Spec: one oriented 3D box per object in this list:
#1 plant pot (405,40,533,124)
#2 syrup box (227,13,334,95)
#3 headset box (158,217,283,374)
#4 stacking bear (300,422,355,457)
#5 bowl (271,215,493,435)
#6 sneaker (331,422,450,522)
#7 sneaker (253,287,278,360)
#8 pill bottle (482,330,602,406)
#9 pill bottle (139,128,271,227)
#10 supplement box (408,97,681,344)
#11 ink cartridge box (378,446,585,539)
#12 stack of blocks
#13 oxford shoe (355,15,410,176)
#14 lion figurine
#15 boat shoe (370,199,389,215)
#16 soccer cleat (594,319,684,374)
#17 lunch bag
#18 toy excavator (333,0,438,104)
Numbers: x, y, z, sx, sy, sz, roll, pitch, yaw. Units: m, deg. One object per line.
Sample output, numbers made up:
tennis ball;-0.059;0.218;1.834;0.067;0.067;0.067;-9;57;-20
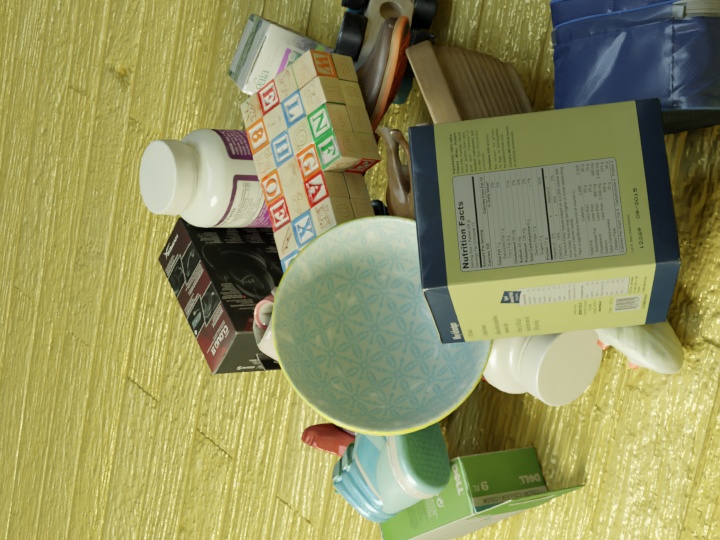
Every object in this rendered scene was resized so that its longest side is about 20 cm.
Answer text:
plant pot;0.120;-0.134;1.429;0.092;0.201;0.203;-20;68;5
syrup box;-0.092;-0.231;1.672;0.200;0.081;0.079;-130;62;-73
headset box;-0.127;0.034;1.742;0.077;0.148;0.201;-56;50;37
stacking bear;0.033;0.101;1.569;0.120;0.113;0.202;18;94;30
bowl;0.021;0.060;1.375;0.108;0.198;0.202;87;170;-74
sneaker;0.015;0.153;1.473;0.130;0.079;0.202;-43;39;37
sneaker;-0.053;0.034;1.607;0.076;0.104;0.201;-61;4;39
pill bottle;0.135;0.049;1.430;0.200;0.111;0.113;34;117;47
pill bottle;-0.150;-0.106;1.726;0.112;0.198;0.114;1;91;52
supplement box;0.150;-0.034;1.231;0.200;0.197;0.136;63;-158;-73
ink cartridge box;0.112;0.217;1.468;0.200;0.103;0.060;-33;66;48
stack of blocks;-0.040;-0.097;1.462;0.115;0.058;0.202;-30;67;40
oxford shoe;-0.006;-0.171;1.506;0.072;0.071;0.201;25;119;3
lion figurine;0.051;-0.081;1.479;0.072;0.200;0.124;-4;93;12
boat shoe;0.000;0.000;1.525;0.084;0.069;0.201;-27;23;21
soccer cleat;0.228;0.012;1.347;0.200;0.069;0.078;54;127;41
lunch bag;0.256;-0.188;1.248;0.199;0.135;0.134;-6;87;49
toy excavator;0.009;-0.195;1.599;0.200;0.099;0.196;113;168;-61
